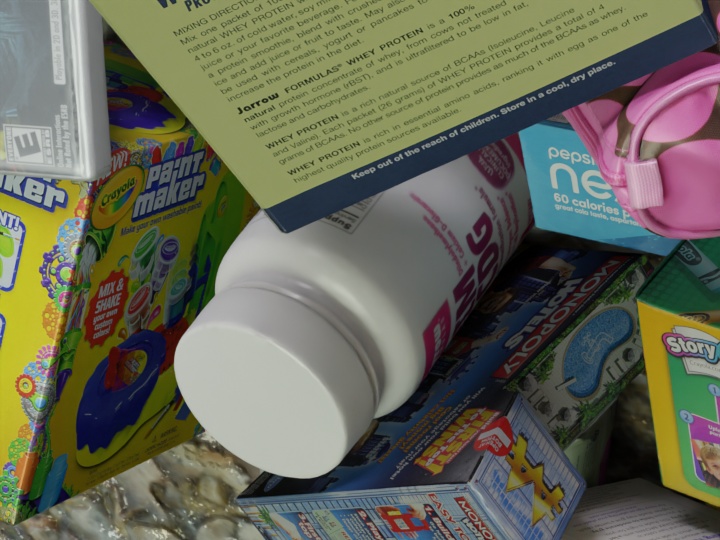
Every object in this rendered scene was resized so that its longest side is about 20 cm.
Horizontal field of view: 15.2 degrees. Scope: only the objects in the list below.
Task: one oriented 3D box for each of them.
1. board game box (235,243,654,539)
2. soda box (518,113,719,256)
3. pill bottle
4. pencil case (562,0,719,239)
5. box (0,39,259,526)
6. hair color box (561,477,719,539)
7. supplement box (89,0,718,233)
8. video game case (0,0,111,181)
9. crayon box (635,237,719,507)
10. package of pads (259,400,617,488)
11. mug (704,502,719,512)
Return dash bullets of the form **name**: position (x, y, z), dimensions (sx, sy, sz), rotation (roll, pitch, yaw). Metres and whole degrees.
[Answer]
- **board game box**: position (0.061, 0.076, 1.294), dimensions (0.062, 0.200, 0.200), rotation (52, 164, -18)
- **soda box**: position (0.177, -0.044, 1.244), dimensions (0.199, 0.064, 0.068), rotation (14, 136, 29)
- **pill bottle**: position (0.000, 0.000, 1.316), dimensions (0.113, 0.200, 0.114), rotation (21, 139, 20)
- **pencil case**: position (0.112, -0.093, 1.132), dimensions (0.200, 0.093, 0.091), rotation (-119, 24, -51)
- **box**: position (-0.155, -0.001, 1.384), dimensions (0.121, 0.200, 0.194), rotation (21, 109, 20)
- **hair color box**: position (0.160, 0.162, 1.269), dimensions (0.199, 0.109, 0.065), rotation (19, 110, 48)
- **supplement box**: position (0.002, -0.154, 1.044), dimensions (0.199, 0.135, 0.200), rotation (-24, 138, 15)
- **video game case**: position (-0.203, -0.145, 1.243), dimensions (0.181, 0.023, 0.201), rotation (5, 108, 25)
- **crayon box**: position (0.223, 0.067, 1.199), dimensions (0.199, 0.058, 0.119), rotation (19, 138, 34)
- **package of pads**: position (0.039, 0.092, 1.484), dimensions (0.199, 0.068, 0.155), rotation (23, 138, 19)
- **mug**: position (0.268, 0.153, 1.300), dimensions (0.185, 0.150, 0.154), rotation (12, 133, -10)
